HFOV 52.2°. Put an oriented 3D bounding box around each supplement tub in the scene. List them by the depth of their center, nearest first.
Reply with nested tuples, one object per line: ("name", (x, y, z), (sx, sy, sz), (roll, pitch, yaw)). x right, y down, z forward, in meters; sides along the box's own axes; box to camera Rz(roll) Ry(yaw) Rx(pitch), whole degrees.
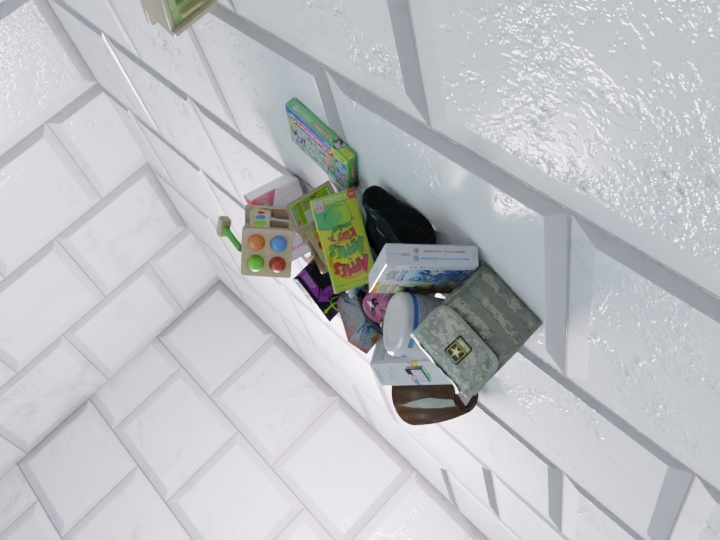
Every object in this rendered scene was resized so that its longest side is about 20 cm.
("supplement tub", (0.155, 0.121, 1.506), (0.195, 0.136, 0.132), (10, 174, -18))

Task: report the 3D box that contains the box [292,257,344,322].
("box", (-0.061, 0.010, 1.870), (0.144, 0.200, 0.036), (52, 154, -18))

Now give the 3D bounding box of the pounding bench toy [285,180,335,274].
("pounding bench toy", (-0.070, -0.077, 1.722), (0.158, 0.122, 0.201), (60, -178, -36))

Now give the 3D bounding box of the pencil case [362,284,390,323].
("pencil case", (0.046, 0.054, 1.763), (0.085, 0.084, 0.201), (24, -163, -7))

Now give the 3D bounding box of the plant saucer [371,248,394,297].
("plant saucer", (0.064, 0.005, 1.710), (0.202, 0.027, 0.201), (53, -168, -16))

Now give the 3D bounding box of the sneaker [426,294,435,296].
("sneaker", (0.111, 0.018, 1.622), (0.078, 0.078, 0.200), (52, 179, 25))

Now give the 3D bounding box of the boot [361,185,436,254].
("boot", (0.081, -0.070, 1.534), (0.199, 0.076, 0.169), (42, 164, 22))

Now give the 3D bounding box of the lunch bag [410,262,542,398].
("lunch bag", (0.212, 0.117, 1.387), (0.164, 0.199, 0.118), (46, 165, 7))

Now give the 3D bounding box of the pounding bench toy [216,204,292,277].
("pounding bench toy", (-0.265, -0.071, 1.818), (0.157, 0.194, 0.127), (-97, 12, -62))

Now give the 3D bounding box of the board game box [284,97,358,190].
("board game box", (-0.083, -0.270, 1.601), (0.200, 0.029, 0.135), (44, 164, 18))

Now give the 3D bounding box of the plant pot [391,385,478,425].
("plant pot", (0.211, 0.320, 1.944), (0.198, 0.187, 0.189), (-8, 124, 53))

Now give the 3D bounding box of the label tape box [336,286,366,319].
("label tape box", (-0.007, 0.067, 1.954), (0.199, 0.143, 0.067), (33, 160, 43))

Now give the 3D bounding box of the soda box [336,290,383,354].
("soda box", (-0.004, 0.112, 1.765), (0.063, 0.069, 0.201), (35, -166, -24))

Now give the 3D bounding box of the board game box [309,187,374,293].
("board game box", (-0.035, -0.064, 1.583), (0.048, 0.099, 0.205), (172, 82, -84))

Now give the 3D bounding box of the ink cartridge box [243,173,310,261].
("ink cartridge box", (-0.207, -0.133, 1.960), (0.085, 0.143, 0.204), (33, 147, 59))

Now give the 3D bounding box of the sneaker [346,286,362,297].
("sneaker", (0.000, 0.000, 1.754), (0.079, 0.089, 0.201), (52, -170, -13))

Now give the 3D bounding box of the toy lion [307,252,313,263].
("toy lion", (-0.094, -0.061, 2.065), (0.199, 0.068, 0.195), (33, 151, 44))

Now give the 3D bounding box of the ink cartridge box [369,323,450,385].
("ink cartridge box", (0.137, 0.179, 1.679), (0.195, 0.147, 0.085), (-6, 134, 28))

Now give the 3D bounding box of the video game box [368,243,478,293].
("video game box", (0.117, -0.001, 1.435), (0.177, 0.048, 0.200), (3, 163, -8))

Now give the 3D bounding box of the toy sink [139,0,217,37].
("toy sink", (-0.377, -0.575, 1.507), (0.112, 0.130, 0.201), (43, 162, 13))
